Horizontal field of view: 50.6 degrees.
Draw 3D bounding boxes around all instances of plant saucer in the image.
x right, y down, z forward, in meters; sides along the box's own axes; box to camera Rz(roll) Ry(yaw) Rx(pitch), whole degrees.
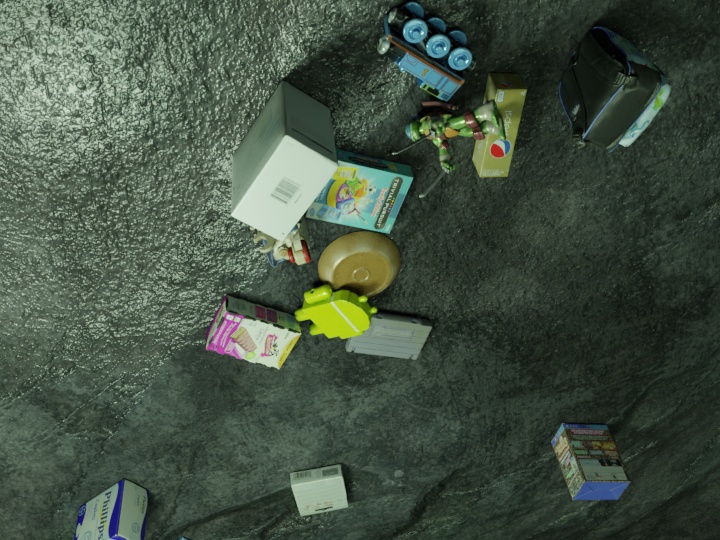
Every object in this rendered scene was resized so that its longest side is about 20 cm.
[{"bbox_3d":[0.000,0.000,1.767,0.195,0.036,0.203,-5,132,-6],"label":"plant saucer"}]

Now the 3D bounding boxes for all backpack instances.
[{"bbox_3d":[0.474,-0.344,1.446,0.144,0.203,0.185,13,131,-22],"label":"backpack"}]

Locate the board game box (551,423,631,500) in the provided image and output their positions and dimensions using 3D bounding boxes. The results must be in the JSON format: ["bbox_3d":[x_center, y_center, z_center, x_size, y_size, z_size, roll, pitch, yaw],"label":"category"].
[{"bbox_3d":[0.686,0.571,2.280,0.155,0.203,0.098,5,132,-14],"label":"board game box"}]

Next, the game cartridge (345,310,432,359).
[{"bbox_3d":[0.071,0.161,1.924,0.195,0.039,0.132,9,125,-18],"label":"game cartridge"}]

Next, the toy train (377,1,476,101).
[{"bbox_3d":[0.119,-0.404,1.407,0.197,0.088,0.114,22,130,-27],"label":"toy train"}]

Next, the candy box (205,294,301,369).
[{"bbox_3d":[-0.257,0.151,1.833,0.196,0.062,0.138,17,125,-24],"label":"candy box"}]

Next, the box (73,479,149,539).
[{"bbox_3d":[-0.712,0.730,2.169,0.198,0.186,0.105,-33,127,18],"label":"box"}]

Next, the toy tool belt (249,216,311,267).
[{"bbox_3d":[-0.169,-0.064,1.572,0.120,0.202,0.127,-16,124,2],"label":"toy tool belt"}]

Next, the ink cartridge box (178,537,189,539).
[{"bbox_3d":[-0.591,0.963,2.459,0.198,0.087,0.146,-34,128,20],"label":"ink cartridge box"}]

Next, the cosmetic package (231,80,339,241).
[{"bbox_3d":[-0.149,-0.209,1.446,0.121,0.202,0.200,26,122,-26],"label":"cosmetic package"}]

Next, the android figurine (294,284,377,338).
[{"bbox_3d":[-0.055,0.102,1.807,0.197,0.042,0.182,-17,133,30],"label":"android figurine"}]

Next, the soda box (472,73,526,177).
[{"bbox_3d":[0.279,-0.291,1.544,0.062,0.069,0.203,-2,131,-9],"label":"soda box"}]

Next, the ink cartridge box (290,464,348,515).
[{"bbox_3d":[-0.123,0.673,2.329,0.156,0.048,0.203,-10,137,-3],"label":"ink cartridge box"}]

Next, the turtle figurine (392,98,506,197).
[{"bbox_3d":[0.178,-0.241,1.462,0.189,0.202,0.146,-11,127,21],"label":"turtle figurine"}]

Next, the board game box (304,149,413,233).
[{"bbox_3d":[-0.006,-0.167,1.612,0.195,0.048,0.153,10,128,-18],"label":"board game box"}]
